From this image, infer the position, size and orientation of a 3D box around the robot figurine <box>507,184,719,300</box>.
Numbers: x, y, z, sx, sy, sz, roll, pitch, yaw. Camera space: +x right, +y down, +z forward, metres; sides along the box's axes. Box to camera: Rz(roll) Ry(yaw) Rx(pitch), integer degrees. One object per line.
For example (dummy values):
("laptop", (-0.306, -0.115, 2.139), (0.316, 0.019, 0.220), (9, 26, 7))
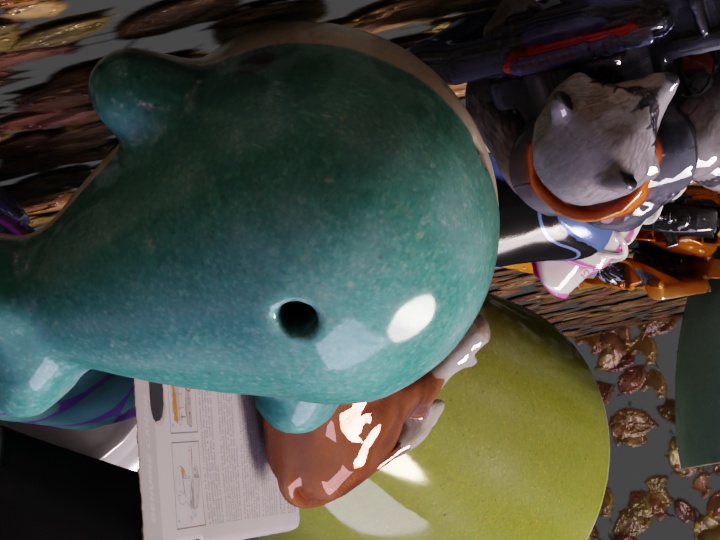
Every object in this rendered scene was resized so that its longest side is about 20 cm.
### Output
("robot figurine", (0.085, -0.020, 1.412), (0.200, 0.058, 0.145), (4, -178, -29))

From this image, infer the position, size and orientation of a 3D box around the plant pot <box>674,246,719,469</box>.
("plant pot", (0.244, 0.014, 1.474), (0.200, 0.135, 0.200), (-11, 175, -1))

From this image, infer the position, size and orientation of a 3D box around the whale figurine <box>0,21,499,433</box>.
("whale figurine", (-0.051, 0.001, 1.001), (0.200, 0.159, 0.104), (-18, -150, 13))

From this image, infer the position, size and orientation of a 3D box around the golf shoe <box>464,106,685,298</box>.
("golf shoe", (0.108, -0.039, 1.291), (0.200, 0.092, 0.075), (-14, 173, 6))

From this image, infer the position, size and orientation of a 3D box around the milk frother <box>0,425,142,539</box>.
("milk frother", (-0.180, 0.123, 1.252), (0.188, 0.181, 0.200), (21, 150, -15))

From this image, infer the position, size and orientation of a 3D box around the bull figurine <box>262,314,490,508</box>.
("bull figurine", (0.000, 0.000, 1.216), (0.065, 0.200, 0.121), (27, -145, 32))

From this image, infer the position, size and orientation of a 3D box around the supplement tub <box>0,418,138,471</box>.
("supplement tub", (-0.157, 0.072, 1.475), (0.145, 0.145, 0.200), (-11, 161, -6))

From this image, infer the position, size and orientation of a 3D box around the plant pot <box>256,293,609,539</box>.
("plant pot", (-0.003, 0.071, 1.456), (0.187, 0.187, 0.200), (-14, 156, 24))

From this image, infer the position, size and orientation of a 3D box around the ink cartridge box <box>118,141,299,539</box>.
("ink cartridge box", (-0.077, 0.031, 1.199), (0.050, 0.161, 0.200), (-5, 177, 17))

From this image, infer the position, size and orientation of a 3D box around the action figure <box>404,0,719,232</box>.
("action figure", (0.125, -0.061, 1.043), (0.200, 0.105, 0.193), (-11, -174, 32))

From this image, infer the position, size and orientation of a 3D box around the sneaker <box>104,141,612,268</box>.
("sneaker", (-0.002, -0.013, 1.105), (0.200, 0.078, 0.070), (8, -179, -15))

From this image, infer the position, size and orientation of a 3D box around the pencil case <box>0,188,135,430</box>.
("pencil case", (-0.138, 0.019, 1.230), (0.085, 0.092, 0.200), (-45, 167, 4))
